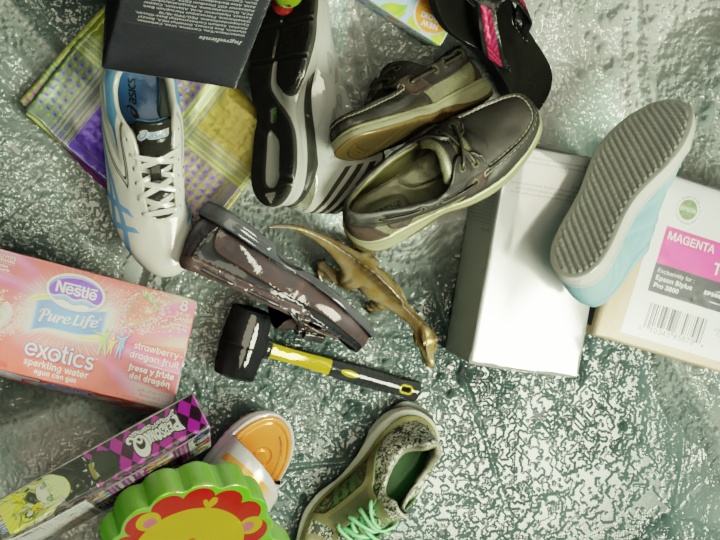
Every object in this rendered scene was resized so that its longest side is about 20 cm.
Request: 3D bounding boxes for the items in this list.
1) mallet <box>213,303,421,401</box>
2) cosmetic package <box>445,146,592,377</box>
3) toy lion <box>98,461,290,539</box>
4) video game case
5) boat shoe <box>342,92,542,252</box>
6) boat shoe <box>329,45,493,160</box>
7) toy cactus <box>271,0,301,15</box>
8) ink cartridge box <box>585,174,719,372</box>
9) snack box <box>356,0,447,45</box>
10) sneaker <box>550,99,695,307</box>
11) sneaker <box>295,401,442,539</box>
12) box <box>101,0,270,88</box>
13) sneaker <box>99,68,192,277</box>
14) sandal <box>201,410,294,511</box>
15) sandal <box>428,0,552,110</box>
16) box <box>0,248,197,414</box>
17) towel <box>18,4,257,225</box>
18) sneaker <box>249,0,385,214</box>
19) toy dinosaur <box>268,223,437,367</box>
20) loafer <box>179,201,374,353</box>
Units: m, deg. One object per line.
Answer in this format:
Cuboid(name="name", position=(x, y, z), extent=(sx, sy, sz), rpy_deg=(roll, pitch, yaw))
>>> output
Cuboid(name="mallet", position=(-0.039, 0.094, 1.371), extent=(0.198, 0.041, 0.067), rpy_deg=(25, 91, -21))
Cuboid(name="cosmetic package", position=(0.153, -0.011, 1.386), extent=(0.111, 0.081, 0.203), rpy_deg=(10, 96, -16))
Cuboid(name="toy lion", position=(-0.135, 0.242, 1.285), extent=(0.198, 0.069, 0.193), rpy_deg=(14, 120, -35))
Cuboid(name="video game case", position=(-0.207, 0.168, 1.249), extent=(0.180, 0.200, 0.036), rpy_deg=(-28, 83, -9))
Cuboid(name="boat shoe", position=(0.070, -0.088, 1.295), extent=(0.200, 0.066, 0.072), rpy_deg=(-33, 75, -3))
Cuboid(name="boat shoe", position=(0.036, -0.147, 1.314), extent=(0.199, 0.073, 0.065), rpy_deg=(-25, 85, -49))
Cuboid(name="toy cactus", position=(-0.037, -0.308, 1.213), extent=(0.101, 0.165, 0.202), rpy_deg=(21, 92, -4))
Cuboid(name="ink cartridge box", position=(0.313, 0.002, 1.435), extent=(0.197, 0.075, 0.167), rpy_deg=(15, 95, -16))
Cuboid(name="snack box", position=(0.056, -0.320, 1.329), extent=(0.141, 0.053, 0.202), rpy_deg=(30, 90, -16))
Cuboid(name="sneaker", position=(0.234, -0.057, 1.338), extent=(0.201, 0.073, 0.082), rpy_deg=(-53, 144, -13))
Cuboid(name="sneaker", position=(0.009, 0.214, 1.371), extent=(0.076, 0.089, 0.201), rpy_deg=(32, 89, -17))
Cuboid(name="box", position=(-0.128, -0.281, 1.170), extent=(0.116, 0.200, 0.199), rpy_deg=(5, 65, -14))
Cuboid(name="sneaker", position=(-0.177, -0.091, 1.264), extent=(0.071, 0.072, 0.203), rpy_deg=(-11, 101, -15))
Cuboid(name="sandal", position=(-0.124, 0.220, 1.342), extent=(0.207, 0.059, 0.079), rpy_deg=(-49, 126, -1))
Cuboid(name="sandal", position=(0.125, -0.210, 1.328), extent=(0.076, 0.045, 0.200), rpy_deg=(-56, 132, -13))
Cuboid(name="box", position=(-0.244, 0.050, 1.255), extent=(0.197, 0.103, 0.096), rpy_deg=(15, 80, -11))
Cuboid(name="towel", position=(-0.175, -0.126, 1.308), extent=(0.200, 0.023, 0.144), rpy_deg=(43, 86, -17))
Cuboid(name="sneaker", position=(-0.034, -0.146, 1.332), extent=(0.115, 0.075, 0.204), rpy_deg=(13, 79, -45))
Cuboid(name="toy dinosaur", position=(0.000, 0.000, 1.332), extent=(0.200, 0.101, 0.058), rpy_deg=(41, 85, -18))
Cuboid(name="loafer", position=(-0.074, 0.020, 1.316), extent=(0.199, 0.072, 0.063), rpy_deg=(39, 80, -28))
